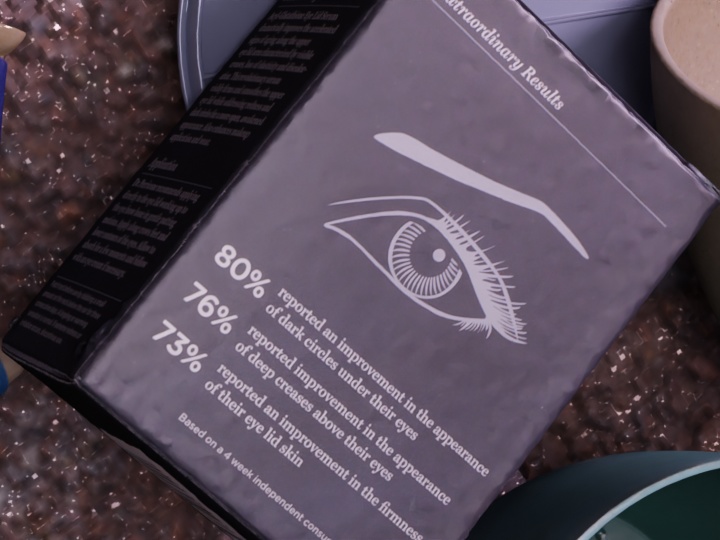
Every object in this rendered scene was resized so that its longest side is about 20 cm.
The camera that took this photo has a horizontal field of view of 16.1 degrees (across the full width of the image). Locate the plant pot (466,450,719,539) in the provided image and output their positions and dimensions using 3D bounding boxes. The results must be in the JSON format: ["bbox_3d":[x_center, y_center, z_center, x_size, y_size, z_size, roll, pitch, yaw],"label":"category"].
[{"bbox_3d":[0.105,0.157,0.934,0.200,0.161,0.201,-1,94,-20],"label":"plant pot"}]

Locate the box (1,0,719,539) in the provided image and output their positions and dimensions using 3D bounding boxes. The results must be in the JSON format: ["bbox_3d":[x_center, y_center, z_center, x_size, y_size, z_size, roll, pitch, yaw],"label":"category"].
[{"bbox_3d":[0.000,0.000,0.882,0.148,0.104,0.200,43,79,-20],"label":"box"}]

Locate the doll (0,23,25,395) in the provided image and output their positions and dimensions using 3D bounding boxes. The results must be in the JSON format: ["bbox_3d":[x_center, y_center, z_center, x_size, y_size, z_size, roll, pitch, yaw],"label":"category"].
[{"bbox_3d":[-0.169,0.006,0.882,0.136,0.048,0.200,17,88,-30],"label":"doll"}]

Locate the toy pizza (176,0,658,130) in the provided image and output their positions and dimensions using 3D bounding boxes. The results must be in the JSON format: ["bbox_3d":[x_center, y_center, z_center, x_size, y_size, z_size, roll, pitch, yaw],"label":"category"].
[{"bbox_3d":[0.024,-0.087,0.958,0.200,0.032,0.201,-2,95,-21],"label":"toy pizza"}]

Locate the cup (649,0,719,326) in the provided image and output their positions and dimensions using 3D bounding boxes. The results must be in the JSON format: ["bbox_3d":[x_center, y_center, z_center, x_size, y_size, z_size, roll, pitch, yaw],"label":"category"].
[{"bbox_3d":[0.203,-0.021,0.960,0.200,0.200,0.143,-9,121,-20],"label":"cup"}]
